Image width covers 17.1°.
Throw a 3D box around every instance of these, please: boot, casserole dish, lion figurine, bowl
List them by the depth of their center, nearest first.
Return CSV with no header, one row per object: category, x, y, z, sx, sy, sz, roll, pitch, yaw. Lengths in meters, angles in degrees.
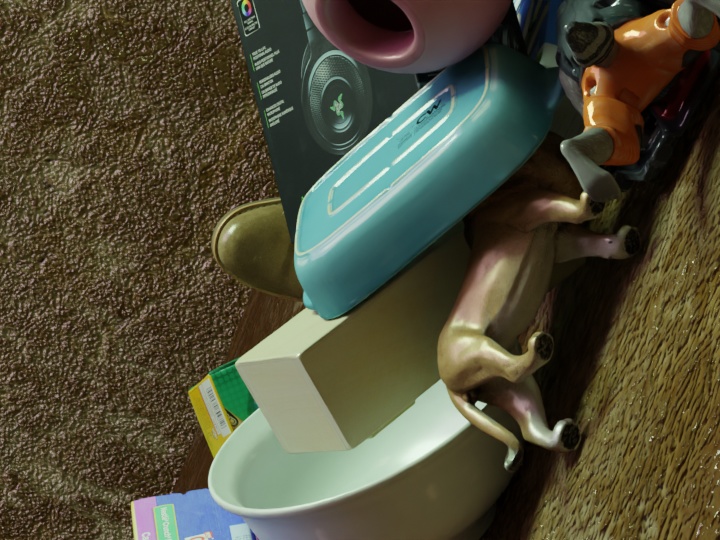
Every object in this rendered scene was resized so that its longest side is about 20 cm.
lion figurine,0.081,0.011,1.302,0.122,0.072,0.201,6,66,48
casserole dish,0.029,-0.055,1.329,0.200,0.039,0.121,-39,22,21
bowl,0.019,0.118,1.392,0.200,0.091,0.201,-24,19,9
boot,0.000,0.000,1.584,0.075,0.199,0.074,-101,24,-74

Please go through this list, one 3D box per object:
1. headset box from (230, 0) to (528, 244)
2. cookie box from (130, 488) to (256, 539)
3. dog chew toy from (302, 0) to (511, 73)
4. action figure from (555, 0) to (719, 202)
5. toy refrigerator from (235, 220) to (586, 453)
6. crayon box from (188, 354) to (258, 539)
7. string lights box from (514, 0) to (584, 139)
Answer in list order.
headset box,0.013,-0.137,1.489,0.174,0.092,0.201,-22,80,54
cookie box,-0.082,0.254,1.409,0.171,0.075,0.201,-109,12,-67
dog chew toy,0.045,-0.205,1.338,0.200,0.124,0.125,-61,1,-33
action figure,0.149,-0.135,1.225,0.194,0.104,0.201,-96,31,-75
toy refrigerator,0.032,0.026,1.378,0.200,0.070,0.076,-37,14,-30
crayon box,-0.048,0.156,1.614,0.119,0.058,0.201,143,104,-77
string lights box,0.131,-0.140,1.551,0.200,0.059,0.103,-79,11,-51
